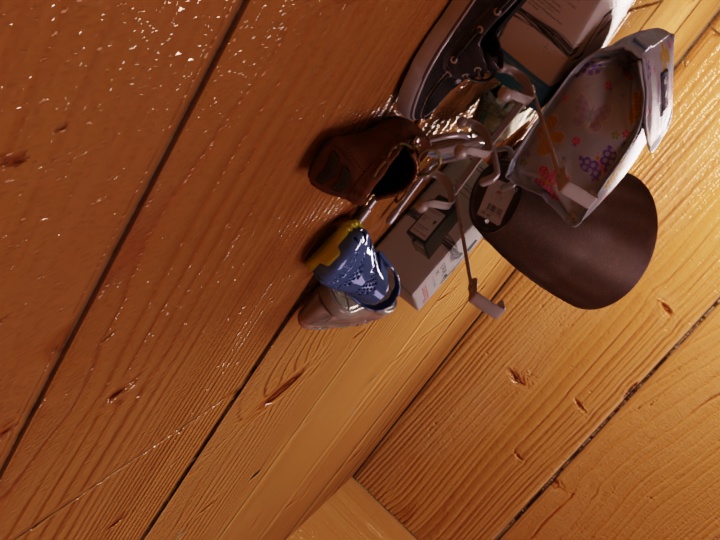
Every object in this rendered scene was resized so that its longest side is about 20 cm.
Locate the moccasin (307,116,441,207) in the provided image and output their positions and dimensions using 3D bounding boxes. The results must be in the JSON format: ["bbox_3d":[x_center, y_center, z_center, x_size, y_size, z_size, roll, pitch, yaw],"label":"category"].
[{"bbox_3d":[0.025,-0.098,0.973,0.074,0.077,0.201,-56,169,18],"label":"moccasin"}]

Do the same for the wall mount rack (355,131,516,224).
[{"bbox_3d":[0.086,-0.107,1.212,0.172,0.076,0.200,-12,177,19],"label":"wall mount rack"}]

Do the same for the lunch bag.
[{"bbox_3d":[0.272,-0.168,1.159,0.201,0.127,0.169,-60,168,28],"label":"lunch bag"}]

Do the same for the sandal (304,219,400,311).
[{"bbox_3d":[0.000,0.000,1.182,0.079,0.087,0.200,-43,168,8],"label":"sandal"}]

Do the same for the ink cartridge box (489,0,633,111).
[{"bbox_3d":[0.233,-0.290,1.122,0.146,0.084,0.200,-42,168,-30],"label":"ink cartridge box"}]

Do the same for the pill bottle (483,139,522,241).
[{"bbox_3d":[0.263,-0.138,1.670,0.200,0.116,0.116,-44,168,-26],"label":"pill bottle"}]

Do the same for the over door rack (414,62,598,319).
[{"bbox_3d":[0.119,-0.083,0.955,0.148,0.066,0.201,-54,-147,30],"label":"over door rack"}]

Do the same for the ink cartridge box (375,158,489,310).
[{"bbox_3d":[0.108,-0.052,1.435,0.200,0.084,0.146,-49,168,-3],"label":"ink cartridge box"}]

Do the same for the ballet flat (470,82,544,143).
[{"bbox_3d":[0.206,-0.226,1.299,0.200,0.071,0.071,-41,167,-34],"label":"ballet flat"}]

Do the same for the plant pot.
[{"bbox_3d":[0.238,-0.064,1.325,0.199,0.188,0.188,17,121,-36],"label":"plant pot"}]

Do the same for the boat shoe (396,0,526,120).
[{"bbox_3d":[0.105,-0.207,0.951,0.201,0.066,0.070,-55,167,28],"label":"boat shoe"}]

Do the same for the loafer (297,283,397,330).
[{"bbox_3d":[-0.018,0.040,1.333,0.063,0.072,0.200,-35,168,20],"label":"loafer"}]
